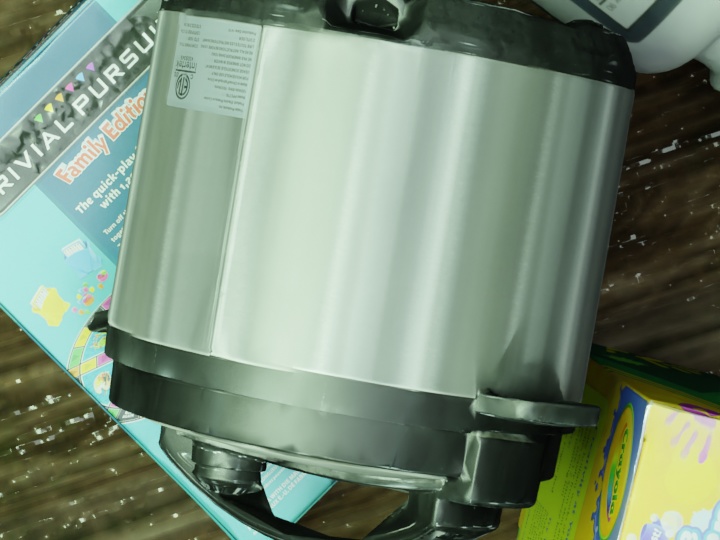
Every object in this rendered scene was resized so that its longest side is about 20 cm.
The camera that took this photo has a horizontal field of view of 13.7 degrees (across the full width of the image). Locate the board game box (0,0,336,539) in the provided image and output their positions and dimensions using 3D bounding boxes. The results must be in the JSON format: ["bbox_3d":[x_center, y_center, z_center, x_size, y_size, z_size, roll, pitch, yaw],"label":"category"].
[{"bbox_3d":[-0.058,-0.012,1.156,0.151,0.047,0.200,-44,99,-1],"label":"board game box"}]

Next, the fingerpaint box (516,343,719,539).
[{"bbox_3d":[0.101,0.140,1.133,0.073,0.167,0.201,13,94,-8],"label":"fingerpaint box"}]

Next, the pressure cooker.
[{"bbox_3d":[-0.003,0.000,1.053,0.178,0.176,0.201,9,92,-4],"label":"pressure cooker"}]

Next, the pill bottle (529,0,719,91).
[{"bbox_3d":[0.104,-0.145,1.124,0.200,0.120,0.120,35,92,-10],"label":"pill bottle"}]
